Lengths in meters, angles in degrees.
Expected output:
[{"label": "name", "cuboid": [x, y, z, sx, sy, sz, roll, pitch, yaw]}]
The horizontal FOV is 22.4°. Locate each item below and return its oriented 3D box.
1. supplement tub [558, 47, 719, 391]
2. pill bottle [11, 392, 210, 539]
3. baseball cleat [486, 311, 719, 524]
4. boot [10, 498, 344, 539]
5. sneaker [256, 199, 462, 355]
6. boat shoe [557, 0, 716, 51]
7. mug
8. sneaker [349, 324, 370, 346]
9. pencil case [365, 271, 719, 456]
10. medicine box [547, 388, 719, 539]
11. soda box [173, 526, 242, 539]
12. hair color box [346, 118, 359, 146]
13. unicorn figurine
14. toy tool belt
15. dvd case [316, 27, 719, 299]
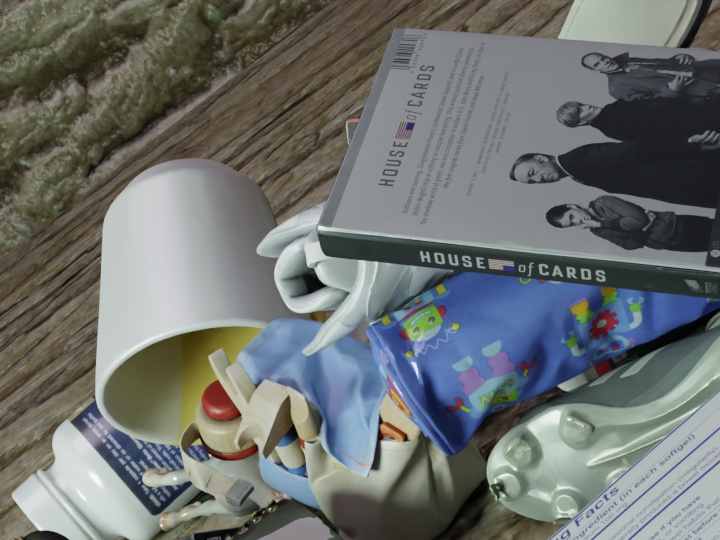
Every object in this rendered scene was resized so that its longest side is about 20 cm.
[{"label": "supplement tub", "cuboid": [0.166, -0.036, 1.020, 0.199, 0.141, 0.140, -30, 16, 3]}, {"label": "pill bottle", "cuboid": [-0.162, 0.132, 1.375, 0.200, 0.111, 0.111, -42, 15, -11]}, {"label": "baseball cleat", "cuboid": [0.161, 0.069, 0.929, 0.199, 0.070, 0.106, -24, 6, 30]}, {"label": "boot", "cuboid": [-0.092, 0.166, 1.015, 0.199, 0.078, 0.139, 31, 78, 27]}, {"label": "sneaker", "cuboid": [0.000, 0.000, 0.981, 0.114, 0.076, 0.200, -21, -11, -20]}, {"label": "boat shoe", "cuboid": [0.162, -0.129, 1.101, 0.061, 0.075, 0.200, -16, -26, -31]}, {"label": "mug", "cuboid": [-0.104, 0.022, 1.207, 0.148, 0.187, 0.154, -14, 57, 2]}, {"label": "sneaker", "cuboid": [0.023, 0.066, 1.212, 0.199, 0.074, 0.116, -17, 23, 52]}, {"label": "pencil case", "cuboid": [0.103, 0.018, 0.914, 0.199, 0.087, 0.078, -29, 42, 0]}, {"label": "medicine box", "cuboid": [0.177, 0.114, 0.656, 0.182, 0.103, 0.200, -40, 15, -5]}, {"label": "soda box", "cuboid": [-0.130, 0.208, 1.128, 0.070, 0.064, 0.199, -1, -16, -44]}, {"label": "hair color box", "cuboid": [0.073, -0.051, 1.194, 0.063, 0.112, 0.199, -4, 5, 34]}, {"label": "unicorn figurine", "cuboid": [-0.070, 0.141, 1.200, 0.136, 0.074, 0.200, -15, 20, 33]}, {"label": "toy tool belt", "cuboid": [-0.026, 0.076, 1.068, 0.199, 0.124, 0.125, 16, 48, 32]}, {"label": "dvd case", "cuboid": [0.093, -0.057, 0.885, 0.198, 0.025, 0.151, 6, 49, 17]}]
